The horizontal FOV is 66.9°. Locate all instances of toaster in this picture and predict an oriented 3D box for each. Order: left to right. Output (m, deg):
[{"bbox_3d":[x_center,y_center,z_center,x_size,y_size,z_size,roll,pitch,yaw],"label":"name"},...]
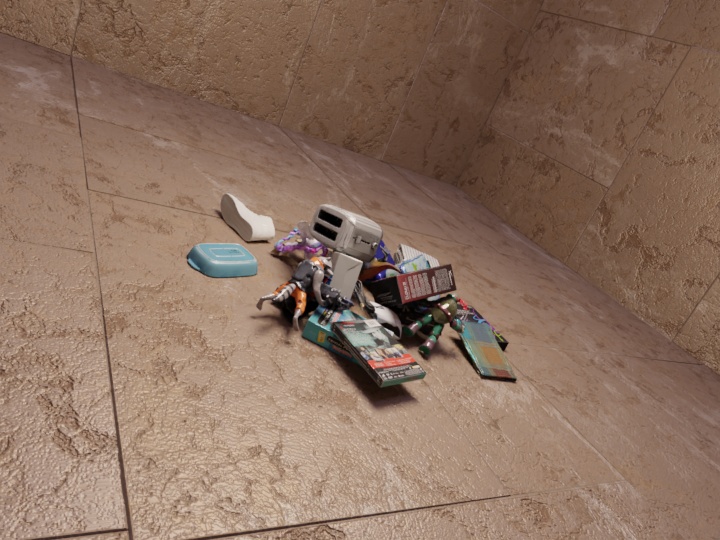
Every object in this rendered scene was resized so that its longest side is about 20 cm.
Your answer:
[{"bbox_3d":[-0.046,-0.105,1.443,0.199,0.115,0.128,30,8,42],"label":"toaster"}]

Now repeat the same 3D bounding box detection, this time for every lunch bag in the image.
[{"bbox_3d":[0.164,0.047,1.648,0.199,0.081,0.164,-18,87,-60],"label":"lunch bag"}]

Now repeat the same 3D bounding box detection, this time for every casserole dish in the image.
[{"bbox_3d":[-0.345,-0.031,1.392,0.121,0.039,0.198,39,23,30],"label":"casserole dish"}]

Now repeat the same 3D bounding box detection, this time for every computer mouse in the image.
[{"bbox_3d":[0.054,0.107,1.403,0.200,0.044,0.110,43,9,-38],"label":"computer mouse"}]

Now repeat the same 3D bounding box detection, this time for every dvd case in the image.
[{"bbox_3d":[0.039,0.179,1.224,0.144,0.022,0.200,1,34,-45],"label":"dvd case"}]

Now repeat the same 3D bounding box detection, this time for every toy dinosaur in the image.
[{"bbox_3d":[0.000,0.000,1.525,0.104,0.183,0.201,18,28,-32],"label":"toy dinosaur"}]

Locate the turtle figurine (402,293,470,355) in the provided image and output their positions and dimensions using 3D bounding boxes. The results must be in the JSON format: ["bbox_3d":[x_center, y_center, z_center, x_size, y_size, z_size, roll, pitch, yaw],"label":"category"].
[{"bbox_3d":[0.209,0.121,1.463,0.149,0.101,0.200,38,62,20],"label":"turtle figurine"}]

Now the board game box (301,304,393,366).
[{"bbox_3d":[-0.026,0.152,1.307,0.197,0.048,0.151,27,20,2],"label":"board game box"}]

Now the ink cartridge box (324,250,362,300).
[{"bbox_3d":[-0.065,0.015,1.410,0.066,0.118,0.200,19,-1,-16],"label":"ink cartridge box"}]

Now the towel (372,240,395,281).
[{"bbox_3d":[0.066,-0.002,1.678,0.147,0.049,0.203,-3,63,-60],"label":"towel"}]

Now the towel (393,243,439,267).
[{"bbox_3d":[0.199,-0.004,1.898,0.163,0.087,0.201,23,19,-10],"label":"towel"}]

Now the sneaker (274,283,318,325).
[{"bbox_3d":[-0.143,0.069,1.360,0.103,0.061,0.199,30,27,19],"label":"sneaker"}]

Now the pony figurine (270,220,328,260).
[{"bbox_3d":[-0.141,-0.074,1.584,0.198,0.170,0.191,-20,18,-37],"label":"pony figurine"}]

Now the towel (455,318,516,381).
[{"bbox_3d":[0.353,0.223,1.551,0.144,0.022,0.202,12,38,-31],"label":"towel"}]

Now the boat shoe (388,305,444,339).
[{"bbox_3d":[0.140,0.132,1.529,0.197,0.061,0.074,27,20,4],"label":"boat shoe"}]

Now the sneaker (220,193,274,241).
[{"bbox_3d":[-0.340,-0.157,1.663,0.114,0.074,0.201,1,41,-51],"label":"sneaker"}]

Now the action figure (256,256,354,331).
[{"bbox_3d":[-0.116,0.042,1.247,0.197,0.106,0.194,17,51,30],"label":"action figure"}]

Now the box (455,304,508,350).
[{"bbox_3d":[0.354,0.173,1.714,0.141,0.037,0.200,9,25,-37],"label":"box"}]

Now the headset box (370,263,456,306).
[{"bbox_3d":[0.133,0.044,1.461,0.197,0.079,0.148,-13,-3,-28],"label":"headset box"}]

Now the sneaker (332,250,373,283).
[{"bbox_3d":[-0.011,-0.017,1.686,0.197,0.080,0.076,14,23,-27],"label":"sneaker"}]
